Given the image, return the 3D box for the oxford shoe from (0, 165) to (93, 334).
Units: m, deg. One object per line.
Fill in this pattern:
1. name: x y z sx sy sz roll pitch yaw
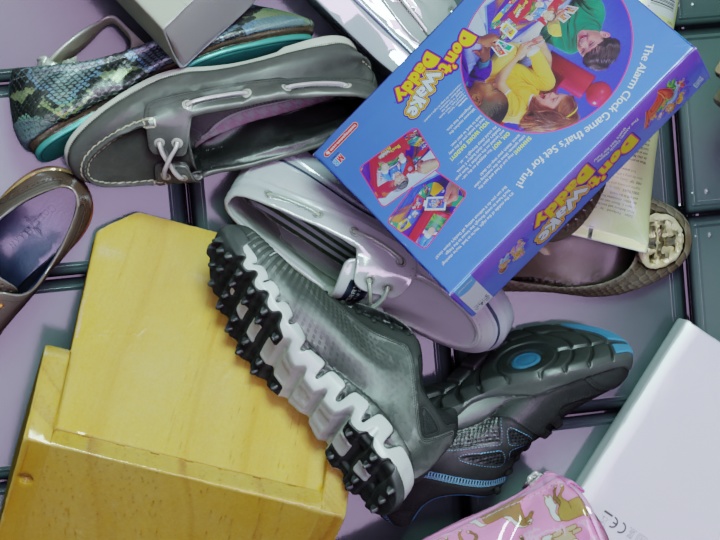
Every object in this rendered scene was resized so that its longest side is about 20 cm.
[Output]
1. oxford shoe: -0.243 0.014 1.204 0.071 0.073 0.200 39 86 -10

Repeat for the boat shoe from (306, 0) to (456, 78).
1. boat shoe: 0.034 -0.153 1.245 0.200 0.074 0.065 43 90 -10

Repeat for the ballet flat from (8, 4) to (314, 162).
1. ballet flat: -0.128 -0.137 1.224 0.199 0.074 0.075 -23 96 -11

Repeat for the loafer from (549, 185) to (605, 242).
1. loafer: 0.117 -0.112 1.233 0.076 0.067 0.201 29 65 -45

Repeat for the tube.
1. tube: 0.168 -0.117 1.273 0.058 0.052 0.201 7 84 34

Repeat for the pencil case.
1. pencil case: 0.064 0.203 1.251 0.199 0.087 0.083 -26 141 1

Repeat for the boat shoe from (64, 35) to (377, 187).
1. boat shoe: -0.081 -0.090 1.199 0.199 0.057 0.067 -20 140 -12

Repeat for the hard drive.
1. hard drive: 0.215 0.152 1.315 0.132 0.027 0.201 33 88 -9

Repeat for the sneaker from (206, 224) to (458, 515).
1. sneaker: -0.013 0.048 1.189 0.090 0.067 0.200 -30 77 -35

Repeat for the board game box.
1. board game box: 0.088 -0.092 1.162 0.200 0.045 0.135 -45 62 3

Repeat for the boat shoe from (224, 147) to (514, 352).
1. boat shoe: 0.000 0.000 1.233 0.199 0.074 0.067 32 44 6

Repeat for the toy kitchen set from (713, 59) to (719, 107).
1. toy kitchen set: 0.248 -0.211 1.276 0.180 0.163 0.201 31 87 18

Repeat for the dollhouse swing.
1. dollhouse swing: -0.114 0.098 1.252 0.199 0.176 0.182 14 132 -11

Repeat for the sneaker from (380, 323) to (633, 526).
1. sneaker: 0.087 0.097 1.277 0.199 0.073 0.082 -21 112 -3

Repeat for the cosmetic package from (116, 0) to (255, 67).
1. cosmetic package: -0.141 -0.233 1.178 0.103 0.073 0.200 -43 77 -6

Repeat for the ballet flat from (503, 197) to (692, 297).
1. ballet flat: 0.124 -0.015 1.281 0.198 0.046 0.068 -1 93 -10
